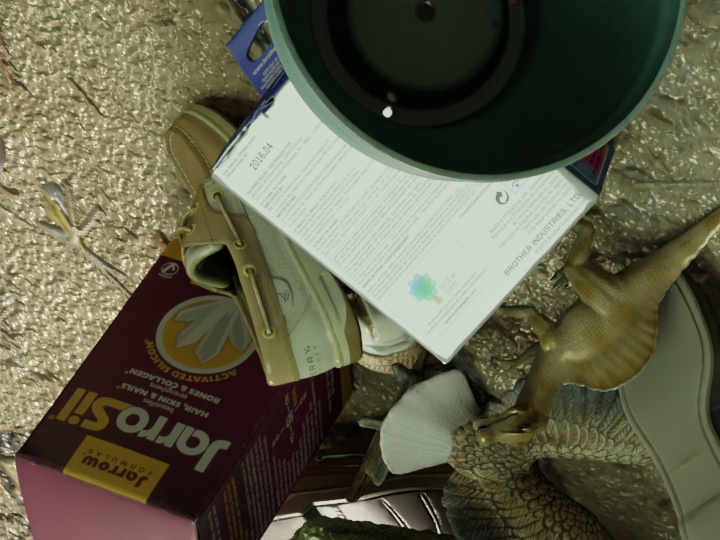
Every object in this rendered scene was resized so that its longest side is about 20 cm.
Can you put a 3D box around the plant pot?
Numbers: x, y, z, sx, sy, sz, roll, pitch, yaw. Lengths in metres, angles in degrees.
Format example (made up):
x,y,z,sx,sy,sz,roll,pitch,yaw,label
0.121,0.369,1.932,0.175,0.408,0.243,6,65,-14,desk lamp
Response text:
x,y,z,sx,sy,sz,roll,pitch,yaw,label
0.042,-0.134,1.151,0.200,0.200,0.134,38,169,-6,plant pot

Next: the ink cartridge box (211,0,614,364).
x,y,z,sx,sy,sz,roll,pitch,yaw,label
0.016,-0.069,1.276,0.200,0.076,0.136,38,115,-7,ink cartridge box

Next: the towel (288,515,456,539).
x,y,z,sx,sy,sz,roll,pitch,yaw,label
-0.014,0.215,1.487,0.200,0.148,0.037,22,-154,-55,towel

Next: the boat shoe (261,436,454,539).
x,y,z,sx,sy,sz,roll,pitch,yaw,label
0.009,0.138,1.555,0.199,0.068,0.072,-6,137,11,boat shoe

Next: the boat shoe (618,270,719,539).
x,y,z,sx,sy,sz,roll,pitch,yaw,label
0.192,0.090,1.311,0.067,0.200,0.057,-32,151,34,boat shoe

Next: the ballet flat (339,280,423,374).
x,y,z,sx,sy,sz,roll,pitch,yaw,label
0.000,0.000,1.401,0.070,0.065,0.200,-25,126,1,ballet flat

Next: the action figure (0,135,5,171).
x,y,z,sx,sy,sz,roll,pitch,yaw,label
-0.308,-0.062,1.577,0.149,0.134,0.200,-13,153,-8,action figure

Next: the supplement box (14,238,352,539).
x,y,z,sx,sy,sz,roll,pitch,yaw,label
-0.106,0.094,1.484,0.131,0.200,0.103,18,141,19,supplement box

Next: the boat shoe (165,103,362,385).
x,y,z,sx,sy,sz,roll,pitch,yaw,label
-0.071,-0.016,1.376,0.200,0.066,0.074,54,163,35,boat shoe

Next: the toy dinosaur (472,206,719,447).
x,y,z,sx,sy,sz,roll,pitch,yaw,label
0.135,0.018,1.318,0.058,0.200,0.101,36,-169,-47,toy dinosaur

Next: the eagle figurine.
x,y,z,sx,sy,sz,roll,pitch,yaw,label
0.107,0.113,1.403,0.200,0.151,0.152,30,146,15,eagle figurine
